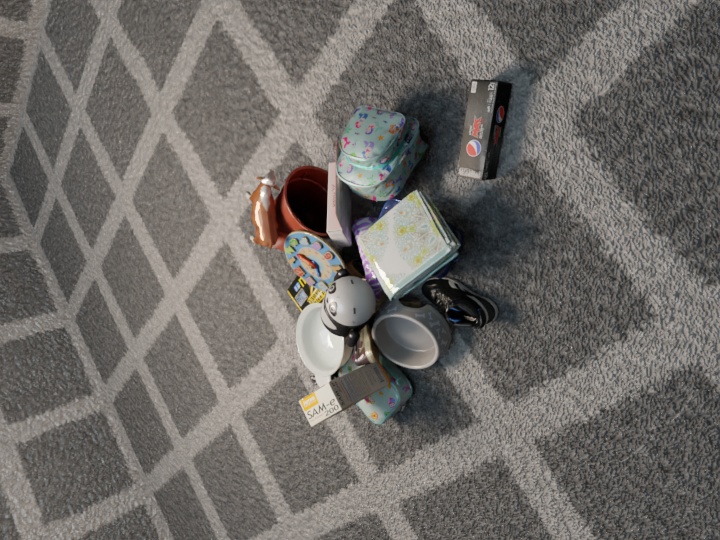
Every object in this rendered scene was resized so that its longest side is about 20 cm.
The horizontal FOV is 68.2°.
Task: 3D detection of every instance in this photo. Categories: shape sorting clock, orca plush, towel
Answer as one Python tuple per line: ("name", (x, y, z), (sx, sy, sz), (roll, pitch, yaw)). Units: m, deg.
("shape sorting clock", (-0.118, -0.018, 1.377), (0.200, 0.039, 0.200), (28, 146, 21))
("orca plush", (-0.101, 0.282, 1.564), (0.200, 0.071, 0.105), (41, 108, 52))
("towel", (0.102, -0.056, 1.154), (0.200, 0.048, 0.171), (-39, 63, 24))

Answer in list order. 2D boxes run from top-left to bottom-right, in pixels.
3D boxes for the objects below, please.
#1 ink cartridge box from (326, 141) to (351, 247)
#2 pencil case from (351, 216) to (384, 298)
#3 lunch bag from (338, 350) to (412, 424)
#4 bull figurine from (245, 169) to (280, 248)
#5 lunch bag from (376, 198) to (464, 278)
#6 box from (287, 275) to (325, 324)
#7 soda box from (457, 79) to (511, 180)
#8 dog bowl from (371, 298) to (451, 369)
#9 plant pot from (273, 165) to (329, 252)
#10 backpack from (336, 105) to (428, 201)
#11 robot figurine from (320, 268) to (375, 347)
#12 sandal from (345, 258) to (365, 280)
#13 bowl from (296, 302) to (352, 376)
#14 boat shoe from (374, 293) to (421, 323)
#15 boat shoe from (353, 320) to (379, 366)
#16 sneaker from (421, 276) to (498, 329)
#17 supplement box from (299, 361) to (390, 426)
("ink cartridge box", (-0.059, -0.183, 1.310), (0.045, 0.176, 0.200), (-5, 67, 11))
("pencil case", (0.032, -0.037, 1.327), (0.085, 0.084, 0.200), (-39, 57, 45))
("lunch bag", (0.044, 0.302, 1.438), (0.200, 0.077, 0.161), (48, 125, 22))
("bull figurine", (-0.250, -0.156, 1.362), (0.121, 0.065, 0.201), (11, 103, 63))
("lunch bag", (0.141, -0.069, 1.235), (0.200, 0.132, 0.136), (34, 103, 31))
("box", (-0.114, 0.053, 1.536), (0.160, 0.049, 0.200), (54, 129, 20))
("soda box", (0.259, -0.294, 1.118), (0.063, 0.071, 0.200), (20, 113, 35))
("dog bowl", (0.117, 0.158, 1.299), (0.200, 0.059, 0.200), (16, 131, 19))
("plant pot", (-0.162, -0.150, 1.447), (0.195, 0.200, 0.201), (-30, 80, 49))
("backpack", (0.039, -0.267, 1.218), (0.177, 0.151, 0.200), (25, 88, 32))
("robot figurine", (-0.034, 0.090, 1.283), (0.150, 0.125, 0.200), (41, 158, 5))
("sandal", (0.000, 0.000, 1.400), (0.200, 0.080, 0.054), (9, 127, 33))
("bowl", (-0.082, 0.185, 1.464), (0.201, 0.090, 0.202), (4, 96, 46))
("boat shoe", (0.067, 0.081, 1.374), (0.200, 0.072, 0.065), (16, 105, 31))
("boat shoe", (0.003, 0.170, 1.381), (0.065, 0.200, 0.072), (-21, 125, 7))
("sneaker", (0.205, 0.071, 1.222), (0.200, 0.112, 0.073), (22, 113, 35))
("supplement box", (-0.035, 0.302, 1.321), (0.126, 0.200, 0.074), (-39, 74, 37))
